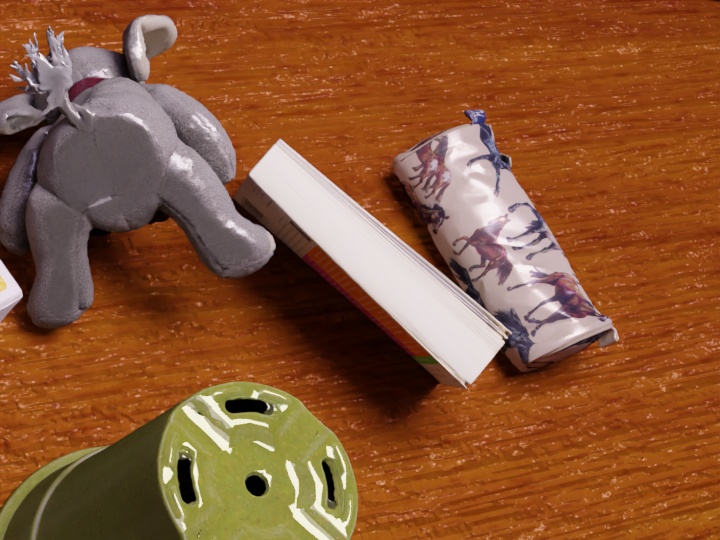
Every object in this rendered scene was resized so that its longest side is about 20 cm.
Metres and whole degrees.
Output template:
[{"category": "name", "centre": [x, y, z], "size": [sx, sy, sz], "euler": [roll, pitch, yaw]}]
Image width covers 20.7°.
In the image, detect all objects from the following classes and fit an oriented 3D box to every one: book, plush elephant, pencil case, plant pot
[{"category": "book", "centre": [0.000, 0.000, 1.342], "size": [0.200, 0.134, 0.048], "euler": [41, 80, -4]}, {"category": "plush elephant", "centre": [-0.168, -0.083, 1.290], "size": [0.155, 0.164, 0.200], "euler": [-102, 169, -68]}, {"category": "pencil case", "centre": [0.108, -0.017, 1.447], "size": [0.089, 0.078, 0.200], "euler": [-25, 76, -24]}, {"category": "plant pot", "centre": [-0.095, 0.159, 1.144], "size": [0.200, 0.190, 0.200], "euler": [15, 56, -23]}]

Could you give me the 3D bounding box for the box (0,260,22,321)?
[{"category": "box", "centre": [-0.311, -0.021, 1.174], "size": [0.101, 0.112, 0.200], "euler": [-30, 80, -41]}]
